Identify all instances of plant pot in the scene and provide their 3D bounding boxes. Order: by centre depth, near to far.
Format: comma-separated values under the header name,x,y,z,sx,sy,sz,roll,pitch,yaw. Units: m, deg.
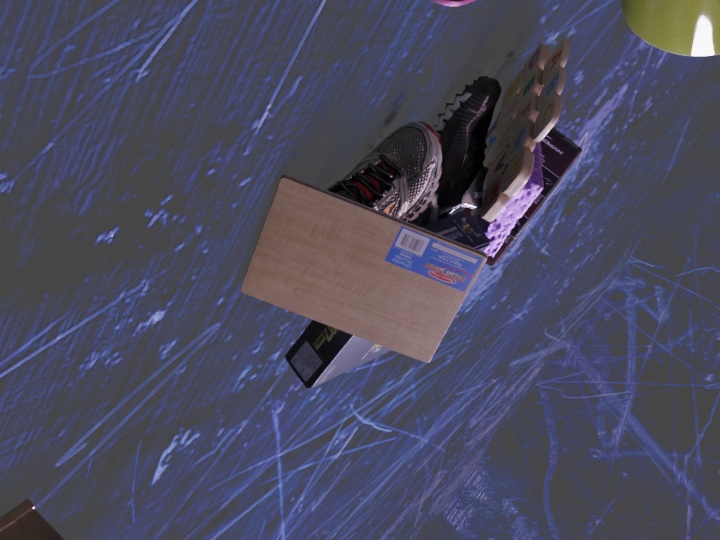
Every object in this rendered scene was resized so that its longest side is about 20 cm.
name,x,y,z,sx,sy,sz,roll,pitch,yaw
plant pot,0.378,-0.373,1.264,0.187,0.187,0.200,-45,148,-13

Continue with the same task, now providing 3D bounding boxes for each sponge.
name,x,y,z,sx,sy,sz,roll,pitch,yaw
sponge,0.167,-0.116,1.311,0.200,0.030,0.112,-82,-162,-50

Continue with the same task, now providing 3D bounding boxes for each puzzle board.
name,x,y,z,sx,sy,sz,roll,pitch,yaw
puzzle board,0.000,0.000,1.075,0.017,0.200,0.151,-75,-172,-49

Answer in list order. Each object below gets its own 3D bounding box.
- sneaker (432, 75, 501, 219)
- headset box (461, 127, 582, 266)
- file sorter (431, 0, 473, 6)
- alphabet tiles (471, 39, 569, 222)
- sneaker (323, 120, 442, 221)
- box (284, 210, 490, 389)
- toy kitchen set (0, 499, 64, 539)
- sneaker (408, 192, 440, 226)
name,x,y,z,sx,sy,sz,roll,pitch,yaw
sneaker,0.110,-0.113,1.246,0.066,0.090,0.200,-16,144,-57
headset box,0.196,-0.096,1.484,0.200,0.077,0.149,-53,174,14
file sorter,0.076,-0.288,0.718,0.125,0.139,0.200,-32,156,-41
alphabet tiles,0.170,-0.153,1.255,0.196,0.015,0.200,127,-18,-53
sneaker,0.005,-0.063,1.122,0.200,0.078,0.082,-51,162,5
box,0.028,0.031,1.207,0.158,0.051,0.200,-22,158,-47
toy kitchen set,-0.300,0.277,0.941,0.200,0.163,0.181,-36,158,-39
sneaker,0.014,-0.026,1.226,0.086,0.078,0.200,-23,149,-49
